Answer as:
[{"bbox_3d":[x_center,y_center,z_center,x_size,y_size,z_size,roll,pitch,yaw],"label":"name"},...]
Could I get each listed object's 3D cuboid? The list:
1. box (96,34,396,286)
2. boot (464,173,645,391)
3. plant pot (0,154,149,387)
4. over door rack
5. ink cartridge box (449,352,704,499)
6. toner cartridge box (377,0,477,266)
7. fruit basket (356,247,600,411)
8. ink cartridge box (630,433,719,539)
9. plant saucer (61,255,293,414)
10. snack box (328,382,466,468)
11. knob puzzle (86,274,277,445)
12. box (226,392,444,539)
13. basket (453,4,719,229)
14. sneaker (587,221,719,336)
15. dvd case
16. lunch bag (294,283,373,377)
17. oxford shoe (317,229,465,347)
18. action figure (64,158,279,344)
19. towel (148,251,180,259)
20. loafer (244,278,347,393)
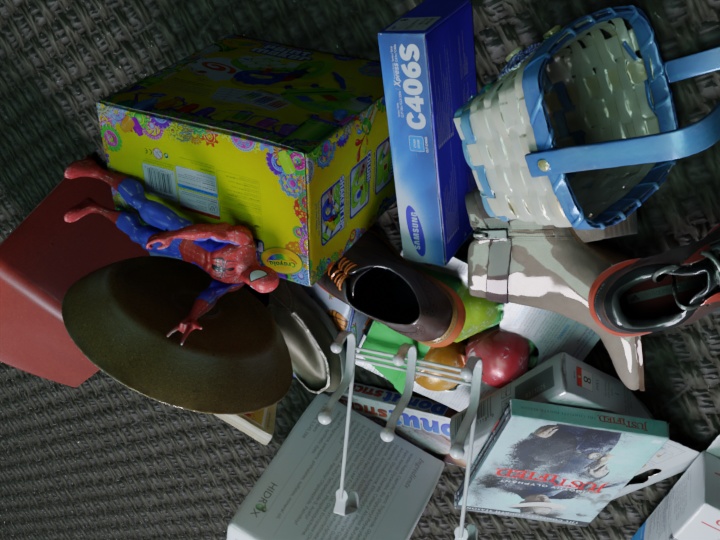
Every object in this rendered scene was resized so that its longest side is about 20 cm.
[{"bbox_3d":[-0.082,-0.108,0.743,0.199,0.193,0.123,17,127,23],"label":"box"},{"bbox_3d":[0.166,0.009,0.730,0.145,0.070,0.201,-5,99,16],"label":"boot"},{"bbox_3d":[-0.349,0.021,1.015,0.176,0.200,0.200,43,134,-16],"label":"plant pot"},{"bbox_3d":[0.038,0.167,0.795,0.147,0.067,0.201,9,110,28],"label":"over door rack"},{"bbox_3d":[0.213,0.161,0.825,0.199,0.050,0.162,23,138,-26],"label":"ink cartridge box"},{"bbox_3d":[0.064,-0.115,0.713,0.043,0.095,0.201,10,125,28],"label":"toner cartridge box"},{"bbox_3d":[0.109,0.069,0.833,0.199,0.094,0.186,21,132,-1],"label":"fruit basket"},{"bbox_3d":[0.346,0.247,0.791,0.115,0.068,0.201,22,130,6],"label":"ink cartridge box"},{"bbox_3d":[-0.141,0.041,0.700,0.200,0.200,0.036,31,111,10],"label":"plant saucer"},{"bbox_3d":[0.057,0.175,0.963,0.199,0.024,0.072,9,127,28],"label":"snack box"},{"bbox_3d":[-0.153,0.056,0.750,0.219,0.220,0.031,36,100,6],"label":"knob puzzle"},{"bbox_3d":[-0.036,0.294,0.967,0.171,0.200,0.200,29,141,11],"label":"box"},{"bbox_3d":[0.176,-0.108,0.590,0.199,0.176,0.140,-1,117,46],"label":"basket"},{"bbox_3d":[0.270,0.003,0.628,0.199,0.082,0.077,-27,88,12],"label":"sneaker"},{"bbox_3d":[0.183,0.188,0.806,0.145,0.022,0.200,9,142,-5],"label":"dvd case"},{"bbox_3d":[-0.060,0.023,0.902,0.160,0.076,0.201,28,132,16],"label":"lunch bag"},{"bbox_3d":[0.000,0.000,0.752,0.199,0.072,0.072,27,95,34],"label":"oxford shoe"},{"bbox_3d":[-0.161,-0.017,0.660,0.199,0.099,0.066,22,125,15],"label":"action figure"},{"bbox_3d":[-0.193,-0.051,0.916,0.111,0.048,0.201,-32,79,45],"label":"towel"},{"bbox_3d":[-0.087,0.045,0.836,0.075,0.070,0.201,-24,103,45],"label":"loafer"}]
